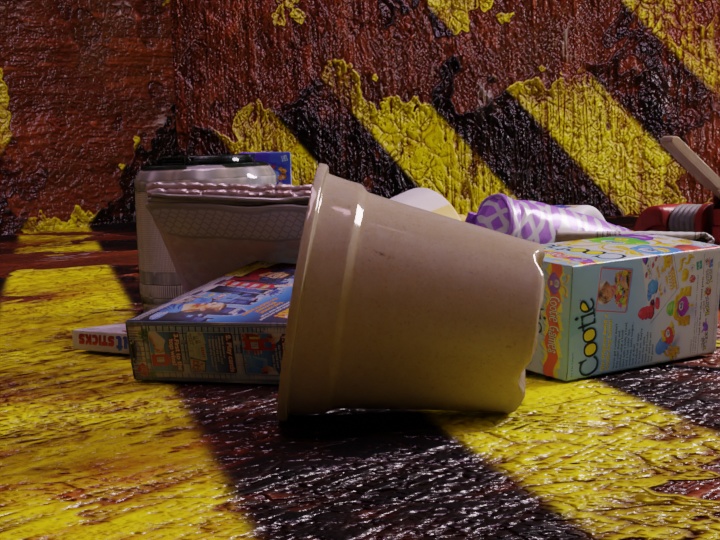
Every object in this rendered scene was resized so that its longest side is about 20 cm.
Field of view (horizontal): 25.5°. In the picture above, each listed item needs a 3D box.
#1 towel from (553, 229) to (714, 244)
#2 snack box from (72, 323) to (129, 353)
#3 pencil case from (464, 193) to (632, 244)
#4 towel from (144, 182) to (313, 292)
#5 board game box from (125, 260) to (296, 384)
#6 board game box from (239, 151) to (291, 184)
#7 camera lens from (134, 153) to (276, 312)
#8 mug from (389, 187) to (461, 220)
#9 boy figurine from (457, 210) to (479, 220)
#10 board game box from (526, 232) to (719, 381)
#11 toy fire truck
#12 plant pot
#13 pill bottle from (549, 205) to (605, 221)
[{"bbox_3d":[0.270,0.003,1.744,0.199,0.035,0.193,-3,-21,-1],"label":"towel"},{"bbox_3d":[-0.207,0.073,1.648,0.200,0.024,0.072,2,4,40],"label":"snack box"},{"bbox_3d":[0.222,-0.031,1.801,0.200,0.084,0.085,15,10,-29],"label":"pencil case"},{"bbox_3d":[-0.104,-0.019,1.615,0.199,0.032,0.191,2,-36,18],"label":"towel"},{"bbox_3d":[-0.076,0.052,1.475,0.199,0.062,0.200,6,20,36],"label":"board game box"},{"bbox_3d":[-0.116,-0.046,1.963,0.045,0.201,0.134,-3,5,-12],"label":"board game box"},{"bbox_3d":[-0.172,-0.029,1.793,0.159,0.201,0.160,-2,5,0],"label":"camera lens"},{"bbox_3d":[0.039,-0.013,1.899,0.153,0.150,0.186,-16,6,-36],"label":"mug"},{"bbox_3d":[0.164,-0.019,1.936,0.200,0.125,0.064,16,19,38],"label":"boy figurine"},{"bbox_3d":[0.224,0.029,1.451,0.200,0.105,0.103,-6,13,-38],"label":"board game box"},{"bbox_3d":[0.393,-0.062,1.907,0.128,0.201,0.176,-5,6,-31],"label":"toy fire truck"},{"bbox_3d":[0.042,0.031,1.224,0.183,0.201,0.200,10,5,1],"label":"plant pot"},{"bbox_3d":[0.205,-0.023,2.020,0.199,0.120,0.120,2,6,34],"label":"pill bottle"}]
